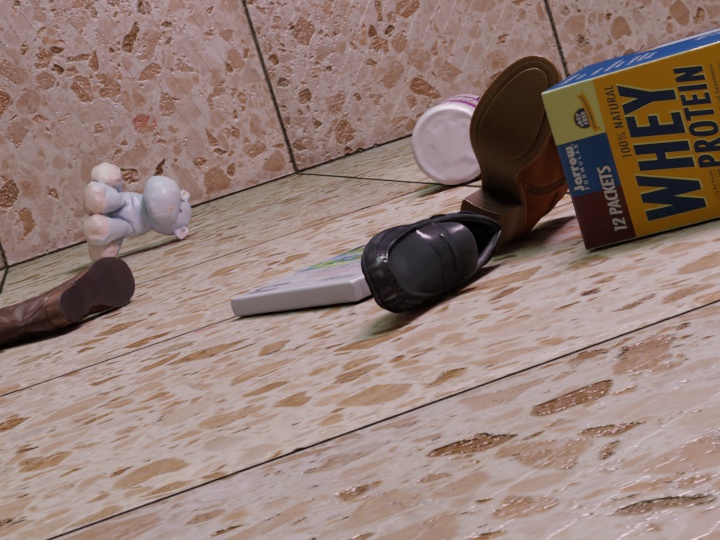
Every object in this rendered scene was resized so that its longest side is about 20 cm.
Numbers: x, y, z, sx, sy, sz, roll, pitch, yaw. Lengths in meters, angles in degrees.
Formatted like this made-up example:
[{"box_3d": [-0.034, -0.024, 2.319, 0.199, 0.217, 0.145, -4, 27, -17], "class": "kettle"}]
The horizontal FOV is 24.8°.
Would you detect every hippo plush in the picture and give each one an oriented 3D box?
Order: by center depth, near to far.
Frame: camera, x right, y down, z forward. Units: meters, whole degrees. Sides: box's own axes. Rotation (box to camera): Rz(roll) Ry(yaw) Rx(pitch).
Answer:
[{"box_3d": [-0.371, -0.082, 2.777, 0.160, 0.160, 0.200, 1, -32, 9], "class": "hippo plush"}]

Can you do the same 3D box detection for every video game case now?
[{"box_3d": [0.000, 0.000, 1.568, 0.182, 0.022, 0.199, -23, 8, -37], "class": "video game case"}]

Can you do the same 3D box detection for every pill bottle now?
[{"box_3d": [0.141, -0.186, 2.275, 0.112, 0.113, 0.200, -16, 8, 14], "class": "pill bottle"}]

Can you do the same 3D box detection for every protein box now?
[{"box_3d": [0.281, -0.124, 1.366, 0.199, 0.136, 0.198, -15, 8, 21], "class": "protein box"}]

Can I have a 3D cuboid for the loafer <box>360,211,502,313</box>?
[{"box_3d": [0.060, -0.014, 1.337, 0.070, 0.068, 0.200, -24, 0, 26], "class": "loafer"}]

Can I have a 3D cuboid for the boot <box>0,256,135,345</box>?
[{"box_3d": [-0.400, 0.049, 2.033, 0.199, 0.065, 0.186, -19, 3, 28], "class": "boot"}]

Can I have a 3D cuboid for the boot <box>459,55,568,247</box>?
[{"box_3d": [0.165, -0.118, 1.488, 0.076, 0.201, 0.155, 26, 33, 26], "class": "boot"}]
